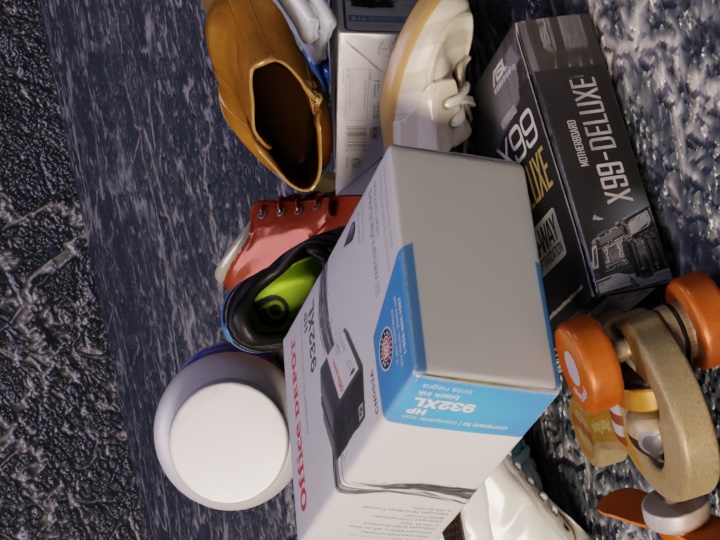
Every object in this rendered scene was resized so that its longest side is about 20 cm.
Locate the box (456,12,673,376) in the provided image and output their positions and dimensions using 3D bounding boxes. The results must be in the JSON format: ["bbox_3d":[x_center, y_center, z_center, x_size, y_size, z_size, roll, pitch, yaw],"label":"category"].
[{"bbox_3d":[0.101,-0.030,0.900,0.200,0.049,0.160,123,134,-67],"label":"box"}]

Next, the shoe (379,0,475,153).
[{"bbox_3d":[0.044,-0.072,0.902,0.053,0.070,0.202,24,130,19],"label":"shoe"}]

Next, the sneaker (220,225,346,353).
[{"bbox_3d":[-0.001,0.000,1.020,0.071,0.198,0.083,62,178,-5],"label":"sneaker"}]

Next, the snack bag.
[{"bbox_3d":[-0.078,-0.218,0.979,0.189,0.021,0.200,55,178,-3],"label":"snack bag"}]

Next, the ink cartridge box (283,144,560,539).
[{"bbox_3d":[0.025,0.051,0.864,0.201,0.083,0.147,120,150,-50],"label":"ink cartridge box"}]

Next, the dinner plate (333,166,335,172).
[{"bbox_3d":[0.018,-0.008,1.229,0.200,0.024,0.203,169,90,-74],"label":"dinner plate"}]

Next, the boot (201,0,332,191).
[{"bbox_3d":[-0.051,-0.093,1.002,0.202,0.070,0.145,66,-179,-46],"label":"boot"}]

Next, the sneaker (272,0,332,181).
[{"bbox_3d":[-0.040,-0.146,1.254,0.105,0.075,0.202,-125,31,-53],"label":"sneaker"}]

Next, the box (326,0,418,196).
[{"bbox_3d":[0.010,-0.149,1.024,0.201,0.059,0.118,-95,6,-57],"label":"box"}]

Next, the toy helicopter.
[{"bbox_3d":[0.148,0.086,0.814,0.200,0.078,0.134,118,132,-80],"label":"toy helicopter"}]

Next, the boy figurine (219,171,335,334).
[{"bbox_3d":[-0.045,-0.002,1.228,0.125,0.064,0.200,-58,4,-40],"label":"boy figurine"}]

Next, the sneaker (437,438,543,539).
[{"bbox_3d":[0.093,0.128,1.018,0.081,0.074,0.203,16,113,38],"label":"sneaker"}]

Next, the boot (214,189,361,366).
[{"bbox_3d":[-0.028,-0.034,1.120,0.107,0.075,0.201,45,112,15],"label":"boot"}]

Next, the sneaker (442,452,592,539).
[{"bbox_3d":[0.093,0.146,0.959,0.073,0.084,0.203,176,79,-77],"label":"sneaker"}]

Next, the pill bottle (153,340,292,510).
[{"bbox_3d":[-0.094,0.113,1.137,0.200,0.111,0.114,-160,60,-87],"label":"pill bottle"}]
